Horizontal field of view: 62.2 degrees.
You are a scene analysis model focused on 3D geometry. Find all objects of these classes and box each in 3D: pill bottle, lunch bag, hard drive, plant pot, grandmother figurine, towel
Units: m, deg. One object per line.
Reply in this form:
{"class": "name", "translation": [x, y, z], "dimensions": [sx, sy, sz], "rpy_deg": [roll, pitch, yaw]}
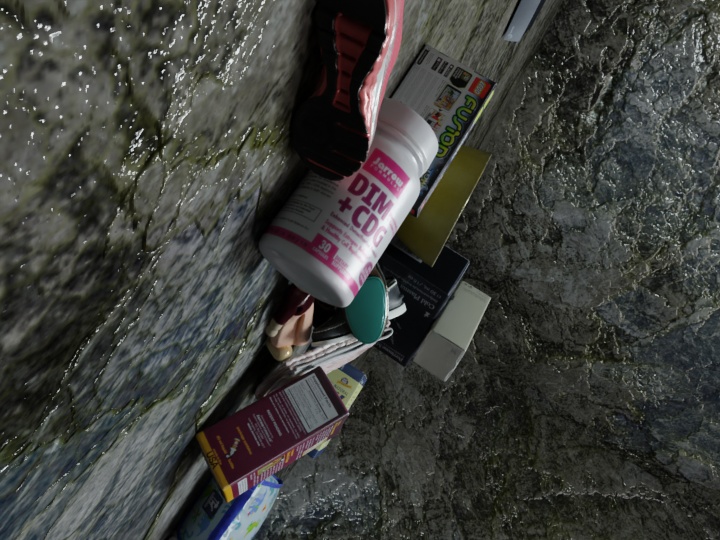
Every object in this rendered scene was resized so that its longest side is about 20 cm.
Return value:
{"class": "pill bottle", "translation": [-0.007, -0.074, 0.626], "dimensions": [0.201, 0.113, 0.114], "rpy_deg": [-57, 172, -15]}
{"class": "lunch bag", "translation": [-0.225, 0.419, 1.042], "dimensions": [0.171, 0.127, 0.200], "rpy_deg": [-56, -179, -14]}
{"class": "hard drive", "translation": [0.394, -0.620, 1.335], "dimensions": [0.135, 0.042, 0.201], "rpy_deg": [-51, 169, -42]}
{"class": "plant pot", "translation": [0.101, -0.128, 0.964], "dimensions": [0.202, 0.141, 0.200], "rpy_deg": [-60, 174, -11]}
{"class": "grandmother figurine", "translation": [-0.080, 0.041, 0.803], "dimensions": [0.201, 0.060, 0.122], "rpy_deg": [114, 2, -53]}
{"class": "towel", "translation": [-0.062, 0.150, 0.976], "dimensions": [0.198, 0.033, 0.191], "rpy_deg": [-19, 167, -31]}

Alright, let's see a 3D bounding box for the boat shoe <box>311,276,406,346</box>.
{"class": "boat shoe", "translation": [-0.007, 0.060, 0.905], "dimensions": [0.075, 0.061, 0.199], "rpy_deg": [-10, -172, 38]}

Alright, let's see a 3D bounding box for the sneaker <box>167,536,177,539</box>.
{"class": "sneaker", "translation": [-0.319, 0.537, 1.037], "dimensions": [0.081, 0.088, 0.201], "rpy_deg": [-53, 171, -40]}

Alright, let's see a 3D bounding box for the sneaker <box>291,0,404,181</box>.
{"class": "sneaker", "translation": [0.001, -0.161, 0.503], "dimensions": [0.087, 0.073, 0.201], "rpy_deg": [-53, 170, -41]}

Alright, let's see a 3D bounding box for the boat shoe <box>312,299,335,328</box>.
{"class": "boat shoe", "translation": [-0.049, 0.026, 0.935], "dimensions": [0.072, 0.072, 0.201], "rpy_deg": [-24, 151, -45]}

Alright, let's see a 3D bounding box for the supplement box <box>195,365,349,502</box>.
{"class": "supplement box", "translation": [-0.125, 0.235, 0.862], "dimensions": [0.198, 0.086, 0.111], "rpy_deg": [-27, 159, -22]}

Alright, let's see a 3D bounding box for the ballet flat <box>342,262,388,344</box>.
{"class": "ballet flat", "translation": [0.000, 0.000, 0.832], "dimensions": [0.069, 0.067, 0.203], "rpy_deg": [-87, 167, -72]}

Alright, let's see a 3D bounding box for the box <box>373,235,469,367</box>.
{"class": "box", "translation": [0.058, 0.028, 1.083], "dimensions": [0.124, 0.199, 0.198], "rpy_deg": [-47, 166, -48]}

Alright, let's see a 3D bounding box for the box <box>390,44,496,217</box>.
{"class": "box", "translation": [0.079, -0.181, 0.771], "dimensions": [0.201, 0.109, 0.035], "rpy_deg": [-57, 172, -10]}

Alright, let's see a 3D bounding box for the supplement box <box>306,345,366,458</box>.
{"class": "supplement box", "translation": [-0.093, 0.287, 1.330], "dimensions": [0.201, 0.133, 0.200], "rpy_deg": [-57, 172, -10]}

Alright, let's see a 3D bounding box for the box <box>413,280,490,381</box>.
{"class": "box", "translation": [0.167, 0.103, 1.068], "dimensions": [0.200, 0.068, 0.083], "rpy_deg": [-44, 163, -57]}
